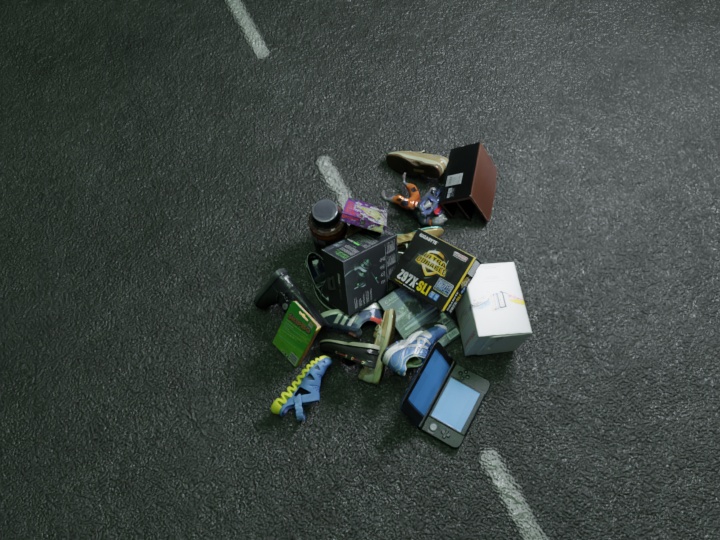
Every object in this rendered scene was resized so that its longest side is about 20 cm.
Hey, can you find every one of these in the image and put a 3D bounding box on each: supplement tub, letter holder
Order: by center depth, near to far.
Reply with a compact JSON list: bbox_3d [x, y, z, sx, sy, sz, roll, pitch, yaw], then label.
[{"bbox_3d":[-0.087,-0.116,1.692,0.106,0.200,0.107,-1,65,3],"label":"supplement tub"},{"bbox_3d":[0.325,-0.249,1.793,0.100,0.142,0.201,-8,55,37],"label":"letter holder"}]

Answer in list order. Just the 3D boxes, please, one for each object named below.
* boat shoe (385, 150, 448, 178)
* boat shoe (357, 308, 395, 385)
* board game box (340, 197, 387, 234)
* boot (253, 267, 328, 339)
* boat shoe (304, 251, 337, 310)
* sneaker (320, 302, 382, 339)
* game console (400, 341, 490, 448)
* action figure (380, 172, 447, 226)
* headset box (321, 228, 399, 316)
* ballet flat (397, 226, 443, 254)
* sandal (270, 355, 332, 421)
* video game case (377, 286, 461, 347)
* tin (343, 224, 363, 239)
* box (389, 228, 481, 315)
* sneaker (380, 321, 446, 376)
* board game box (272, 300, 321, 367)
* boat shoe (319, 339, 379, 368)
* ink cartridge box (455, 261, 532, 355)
[{"bbox_3d":[0.173,-0.330,1.837,0.199,0.072,0.076,21,58,30],"label":"boat shoe"},{"bbox_3d":[0.045,0.194,1.588,0.063,0.073,0.201,14,93,12],"label":"boat shoe"},{"bbox_3d":[0.013,-0.150,1.636,0.120,0.200,0.032,13,108,-1],"label":"board game box"},{"bbox_3d":[-0.190,0.117,1.637,0.200,0.165,0.066,49,44,11],"label":"boot"},{"bbox_3d":[-0.100,0.031,1.702,0.074,0.062,0.200,-26,68,-11],"label":"boat shoe"},{"bbox_3d":[-0.036,0.148,1.637,0.199,0.075,0.085,-13,69,1],"label":"sneaker"},{"bbox_3d":[0.215,0.311,1.519,0.170,0.118,0.200,27,70,15],"label":"game console"},{"bbox_3d":[0.180,-0.202,1.795,0.193,0.105,0.200,40,44,13],"label":"action figure"},{"bbox_3d":[0.000,0.000,1.610,0.200,0.175,0.093,-29,40,-30],"label":"headset box"},{"bbox_3d":[0.142,-0.079,1.741,0.199,0.069,0.063,-8,73,10],"label":"ballet flat"},{"bbox_3d":[-0.136,0.309,1.571,0.087,0.080,0.200,38,81,15],"label":"sandal"},{"bbox_3d":[0.159,0.128,1.637,0.143,0.019,0.200,-33,81,-11],"label":"video game case"},{"bbox_3d":[-0.008,-0.052,1.692,0.042,0.112,0.201,17,84,40],"label":"tin"},{"bbox_3d":[0.190,0.001,1.574,0.200,0.049,0.160,33,94,39],"label":"box"},{"bbox_3d":[0.148,0.202,1.552,0.200,0.076,0.077,-30,55,-24],"label":"sneaker"},{"bbox_3d":[-0.165,0.162,1.570,0.096,0.200,0.030,44,50,14],"label":"board game box"},{"bbox_3d":[-0.036,0.214,1.572,0.201,0.074,0.063,2,78,43],"label":"boat shoe"},{"bbox_3d":[0.336,0.102,1.586,0.144,0.147,0.201,-4,64,-7],"label":"ink cartridge box"}]
